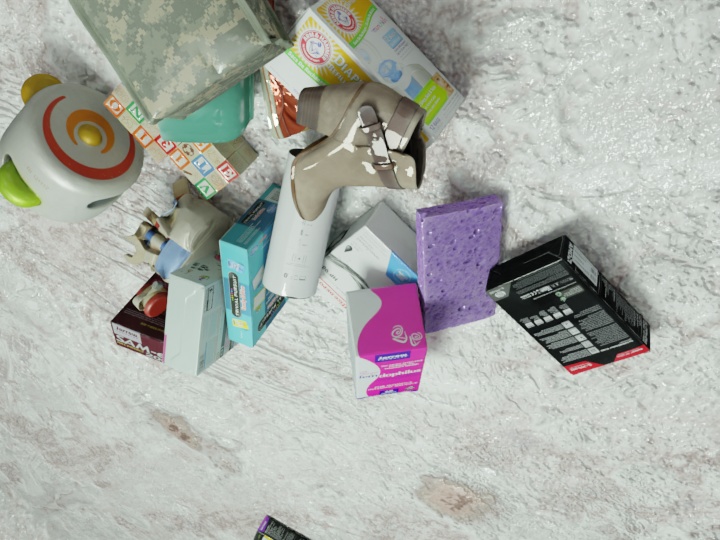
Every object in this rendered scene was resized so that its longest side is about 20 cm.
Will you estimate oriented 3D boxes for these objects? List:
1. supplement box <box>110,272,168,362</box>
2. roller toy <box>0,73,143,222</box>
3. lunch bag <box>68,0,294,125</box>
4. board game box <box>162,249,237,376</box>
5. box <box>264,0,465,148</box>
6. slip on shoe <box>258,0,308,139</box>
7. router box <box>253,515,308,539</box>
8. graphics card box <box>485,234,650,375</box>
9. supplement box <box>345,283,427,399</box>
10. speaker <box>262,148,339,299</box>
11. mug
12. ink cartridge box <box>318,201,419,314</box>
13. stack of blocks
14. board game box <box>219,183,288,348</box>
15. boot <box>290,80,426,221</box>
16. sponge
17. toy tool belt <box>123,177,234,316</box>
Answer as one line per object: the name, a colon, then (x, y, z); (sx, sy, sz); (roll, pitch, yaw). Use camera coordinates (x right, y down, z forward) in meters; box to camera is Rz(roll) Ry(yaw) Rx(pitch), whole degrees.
supplement box: (-0.305, 0.054, 1.176); (0.109, 0.200, 0.061); (18, 135, 14)
roller toy: (-0.427, -0.178, 1.060); (0.182, 0.200, 0.140); (19, 148, -39)
lunch bag: (-0.196, -0.280, 0.739); (0.164, 0.118, 0.200); (-29, 99, 16)
board game box: (-0.221, 0.052, 1.100); (0.064, 0.200, 0.148); (17, 111, 15)
box: (0.007, -0.221, 0.831); (0.200, 0.113, 0.101); (44, 135, -10)
slip on shoe: (-0.099, -0.263, 0.894); (0.061, 0.074, 0.200); (-8, 125, 1)
router box: (-0.202, 0.714, 1.792); (0.149, 0.051, 0.200); (28, 136, 7)
graphics card box: (0.276, 0.052, 0.943); (0.200, 0.051, 0.125); (40, 137, -22)
supplement box: (0.035, 0.108, 1.039); (0.101, 0.104, 0.200); (-7, 153, -3)
speaker: (-0.080, -0.066, 0.988); (0.081, 0.081, 0.200); (19, 112, 13)
mug: (-0.189, -0.251, 0.887); (0.114, 0.152, 0.185); (2, 124, -8)
ink cartridge box: (0.000, 0.000, 1.056); (0.116, 0.067, 0.200); (43, 134, -12)
stack of blocks: (-0.259, -0.204, 1.030); (0.115, 0.059, 0.200); (-26, 112, 41)
board game box: (-0.149, -0.006, 1.074); (0.047, 0.151, 0.200); (19, 134, 15)
boot: (0.000, -0.118, 0.796); (0.146, 0.070, 0.200); (18, 137, 15)
sponge: (0.133, -0.006, 0.962); (0.111, 0.030, 0.200); (-13, 129, -10)
toy tool belt: (-0.304, -0.040, 1.117); (0.123, 0.200, 0.125); (41, -177, 19)
